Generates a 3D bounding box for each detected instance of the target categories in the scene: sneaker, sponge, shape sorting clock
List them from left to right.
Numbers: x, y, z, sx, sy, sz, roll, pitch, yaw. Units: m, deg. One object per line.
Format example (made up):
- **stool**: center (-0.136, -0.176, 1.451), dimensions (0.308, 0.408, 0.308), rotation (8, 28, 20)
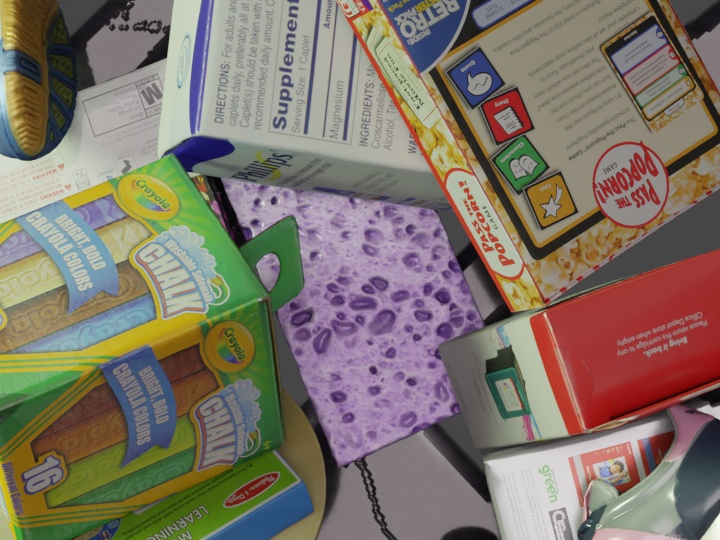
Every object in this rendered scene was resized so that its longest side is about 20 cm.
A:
- **sneaker**: center (-0.219, -0.145, 1.235), dimensions (0.088, 0.075, 0.201), rotation (-18, 66, 13)
- **shape sorting clock**: center (-0.118, 0.121, 1.173), dimensions (0.199, 0.039, 0.201), rotation (-2, 47, 2)
- **sponge**: center (0.000, 0.000, 1.253), dimensions (0.111, 0.030, 0.201), rotation (-23, 88, 1)
- **sneaker**: center (0.136, 0.159, 1.154), dimensions (0.200, 0.070, 0.082), rotation (-46, 65, 4)

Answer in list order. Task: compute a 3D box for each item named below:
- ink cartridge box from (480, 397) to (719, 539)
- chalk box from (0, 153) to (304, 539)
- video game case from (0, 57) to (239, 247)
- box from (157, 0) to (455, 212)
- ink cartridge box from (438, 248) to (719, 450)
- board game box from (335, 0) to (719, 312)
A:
- **ink cartridge box**: center (0.175, 0.177, 1.217), dimensions (0.175, 0.084, 0.201), rotation (-14, 89, 2)
- **chalk box**: center (-0.115, 0.036, 1.139), dimensions (0.199, 0.125, 0.124), rotation (-23, 49, -15)
- **video game case**: center (-0.170, -0.004, 1.255), dimensions (0.199, 0.036, 0.182), rotation (-21, 89, 1)
- **box**: center (0.003, -0.138, 1.183), dimensions (0.199, 0.105, 0.185), rotation (8, 82, -17)
- **ink cartridge box**: center (0.134, 0.042, 1.150), dimensions (0.116, 0.200, 0.068), rotation (-19, 89, -20)
- **board game box**: center (0.096, -0.103, 1.130), dimensions (0.151, 0.046, 0.201), rotation (-31, 96, -20)
